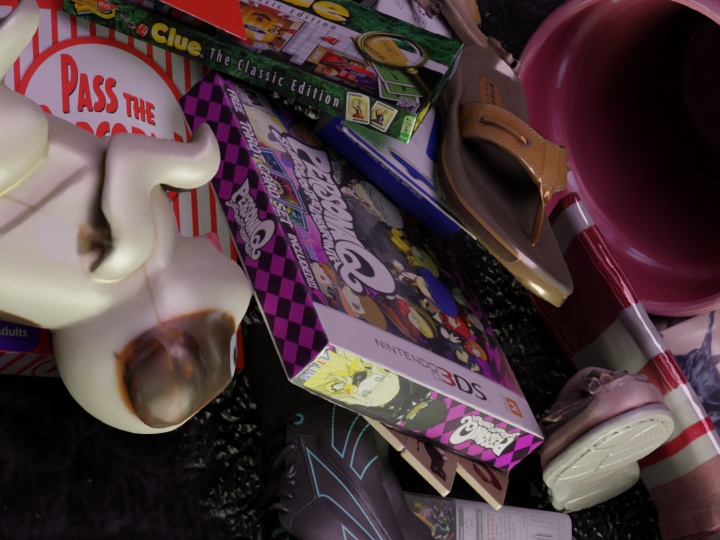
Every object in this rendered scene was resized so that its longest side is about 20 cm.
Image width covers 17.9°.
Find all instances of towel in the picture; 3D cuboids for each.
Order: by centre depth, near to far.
[{"bbox_3d":[0.152,0.061,1.296,0.023,0.144,0.201,-27,81,-12],"label":"towel"}]

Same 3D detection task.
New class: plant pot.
[{"bbox_3d":[0.213,-0.093,1.377,0.179,0.200,0.201,-27,88,-50],"label":"plant pot"}]

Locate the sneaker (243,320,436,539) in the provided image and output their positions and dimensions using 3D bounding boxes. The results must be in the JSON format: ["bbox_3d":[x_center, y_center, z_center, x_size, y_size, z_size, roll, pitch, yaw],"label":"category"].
[{"bbox_3d":[-0.021,0.112,1.191,0.079,0.075,0.201,-12,63,-34],"label":"sneaker"}]

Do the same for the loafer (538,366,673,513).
[{"bbox_3d":[0.124,0.084,1.259,0.072,0.200,0.063,-19,74,-6],"label":"loafer"}]

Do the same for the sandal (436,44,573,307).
[{"bbox_3d":[0.084,-0.064,1.242,0.080,0.054,0.201,32,32,-29],"label":"sandal"}]

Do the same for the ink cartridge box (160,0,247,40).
[{"bbox_3d":[-0.129,-0.216,1.227,0.162,0.057,0.200,23,21,-23],"label":"ink cartridge box"}]

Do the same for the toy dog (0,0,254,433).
[{"bbox_3d":[-0.141,-0.007,1.103,0.200,0.139,0.194,41,72,-11],"label":"toy dog"}]

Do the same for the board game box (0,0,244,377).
[{"bbox_3d":[-0.144,-0.043,1.221,0.151,0.046,0.201,5,71,-30],"label":"board game box"}]

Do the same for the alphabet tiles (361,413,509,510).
[{"bbox_3d":[0.026,0.043,1.249,0.166,0.006,0.200,45,22,-9],"label":"alphabet tiles"}]

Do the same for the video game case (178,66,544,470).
[{"bbox_3d":[0.000,0.000,1.214,0.181,0.036,0.201,27,31,-45],"label":"video game case"}]

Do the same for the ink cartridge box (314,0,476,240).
[{"bbox_3d":[0.029,-0.087,1.293,0.099,0.039,0.200,40,29,-14],"label":"ink cartridge box"}]

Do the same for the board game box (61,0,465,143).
[{"bbox_3d":[-0.050,-0.131,1.234,0.199,0.024,0.105,21,29,7],"label":"board game box"}]

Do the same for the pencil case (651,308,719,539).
[{"bbox_3d":[0.224,0.111,1.367,0.077,0.089,0.201,-26,85,9],"label":"pencil case"}]

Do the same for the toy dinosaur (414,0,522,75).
[{"bbox_3d":[0.044,-0.195,1.376,0.101,0.058,0.201,40,31,-46],"label":"toy dinosaur"}]

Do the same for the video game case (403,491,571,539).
[{"bbox_3d":[0.039,0.223,1.253,0.181,0.023,0.201,11,69,-28],"label":"video game case"}]
